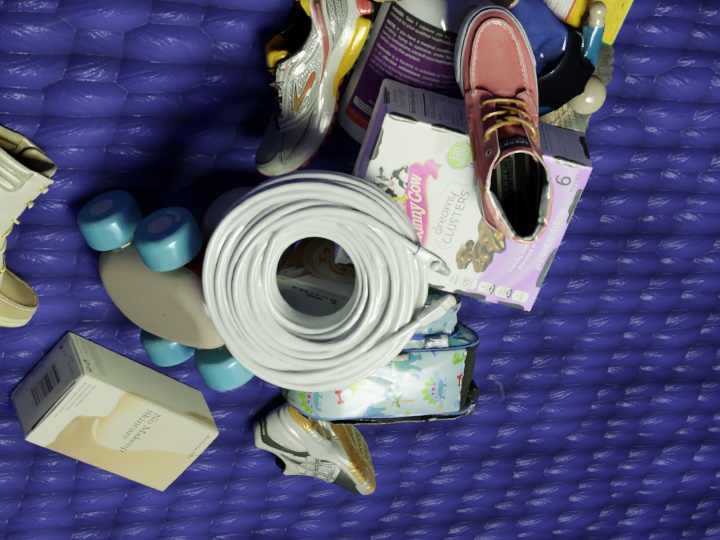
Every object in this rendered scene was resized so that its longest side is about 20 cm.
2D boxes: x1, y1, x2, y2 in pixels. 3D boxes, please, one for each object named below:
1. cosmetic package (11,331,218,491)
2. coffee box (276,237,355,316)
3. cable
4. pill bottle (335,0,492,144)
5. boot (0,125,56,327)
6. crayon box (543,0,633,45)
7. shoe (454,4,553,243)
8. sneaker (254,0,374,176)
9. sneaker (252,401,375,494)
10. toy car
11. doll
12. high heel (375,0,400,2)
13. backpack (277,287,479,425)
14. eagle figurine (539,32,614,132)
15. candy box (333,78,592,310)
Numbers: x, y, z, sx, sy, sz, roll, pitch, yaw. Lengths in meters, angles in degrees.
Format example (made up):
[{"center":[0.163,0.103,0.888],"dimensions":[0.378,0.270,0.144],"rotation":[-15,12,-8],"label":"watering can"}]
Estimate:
[{"center":[-0.260,0.154,1.602],"dimensions":[0.105,0.071,0.199],"rotation":[-46,135,15],"label":"cosmetic package"},{"center":[0.000,0.000,1.494],"dimensions":[0.114,0.200,0.080],"rotation":[18,126,13],"label":"coffee box"},{"center":[-0.039,0.007,1.342],"dimensions":[0.200,0.069,0.200],"rotation":[-42,99,10],"label":"cable"},{"center":[0.057,-0.212,1.412],"dimensions":[0.112,0.113,0.201],"rotation":[3,128,-31],"label":"pill bottle"},{"center":[-0.333,-0.041,1.386],"dimensions":[0.154,0.072,0.200],"rotation":[-41,136,7],"label":"boot"},{"center":[0.222,-0.326,1.400],"dimensions":[0.118,0.058,0.201],"rotation":[16,104,-35],"label":"crayon box"},{"center":[0.127,-0.124,1.279],"dimensions":[0.071,0.091,0.202],"rotation":[-8,103,-5],"label":"shoe"},{"center":[-0.062,-0.183,1.410],"dimensions":[0.082,0.078,0.201],"rotation":[9,115,-30],"label":"sneaker"},{"center":[-0.055,0.214,1.784],"dimensions":[0.087,0.076,0.200],"rotation":[-26,136,18],"label":"sneaker"},{"center":[-0.139,-0.023,1.478],"dimensions":[0.200,0.176,0.185],"rotation":[-43,129,-28],"label":"toy car"},{"center":[0.174,-0.198,1.385],"dimensions":[0.137,0.049,0.200],"rotation":[-48,138,9],"label":"doll"},{"center":[0.004,-0.318,1.272],"dimensions":[0.141,0.072,0.201],"rotation":[16,143,7],"label":"high heel"},{"center":[0.009,0.075,1.608],"dimensions":[0.198,0.183,0.148],"rotation":[-5,109,-20],"label":"backpack"},{"center":[0.159,-0.176,1.485],"dimensions":[0.150,0.152,0.201],"rotation":[28,112,2],"label":"eagle figurine"},{"center":[0.091,-0.068,1.399],"dimensions":[0.198,0.072,0.169],"rotation":[13,123,-10],"label":"candy box"}]
